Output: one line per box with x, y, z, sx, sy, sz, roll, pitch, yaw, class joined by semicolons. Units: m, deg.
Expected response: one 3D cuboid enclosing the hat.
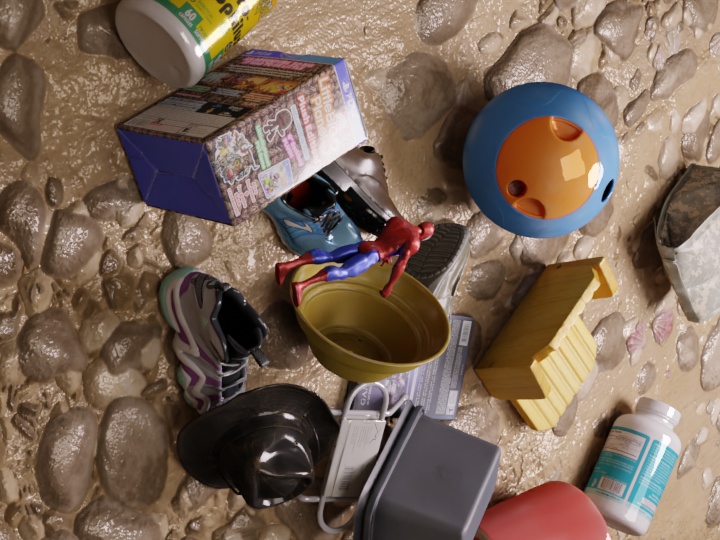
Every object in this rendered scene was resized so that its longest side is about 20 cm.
-0.107;0.217;1.517;0.200;0.081;0.201;-11;142;-9;hat

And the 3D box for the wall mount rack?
-0.003;0.219;1.675;0.174;0.075;0.200;6;104;-38;wall mount rack

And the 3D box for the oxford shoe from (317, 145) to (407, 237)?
0.011;-0.103;1.627;0.200;0.073;0.085;46;66;-40;oxford shoe

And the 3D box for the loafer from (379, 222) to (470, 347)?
0.085;0.026;1.728;0.200;0.075;0.070;-60;145;-25;loafer

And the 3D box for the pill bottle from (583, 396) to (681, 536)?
0.425;0.299;2.091;0.111;0.111;0.200;39;73;-42;pill bottle

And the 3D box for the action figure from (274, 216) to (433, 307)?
0.000;0.000;1.585;0.200;0.065;0.099;-24;141;-21;action figure

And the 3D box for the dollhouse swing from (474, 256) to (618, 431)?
0.293;0.118;1.892;0.176;0.182;0.200;46;65;-18;dollhouse swing

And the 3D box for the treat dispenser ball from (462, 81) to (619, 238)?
0.231;-0.141;1.739;0.201;0.201;0.201;-12;107;-42;treat dispenser ball

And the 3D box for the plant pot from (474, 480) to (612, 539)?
0.225;0.405;1.878;0.177;0.200;0.201;-5;103;-33;plant pot

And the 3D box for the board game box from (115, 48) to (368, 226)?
-0.123;-0.145;1.426;0.200;0.159;0.097;-36;123;-32;board game box

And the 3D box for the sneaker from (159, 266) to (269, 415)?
-0.141;0.097;1.476;0.078;0.140;0.200;-37;122;-33;sneaker

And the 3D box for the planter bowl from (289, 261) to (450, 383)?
0.000;0.074;1.608;0.200;0.200;0.084;-13;137;-42;planter bowl

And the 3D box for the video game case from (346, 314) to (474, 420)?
0.067;0.122;1.770;0.200;0.019;0.143;9;93;-44;video game case

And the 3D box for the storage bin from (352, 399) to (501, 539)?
0.087;0.285;1.691;0.200;0.134;0.146;-57;158;-46;storage bin

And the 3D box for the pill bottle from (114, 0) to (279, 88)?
-0.150;-0.292;1.399;0.200;0.113;0.113;-49;129;-25;pill bottle

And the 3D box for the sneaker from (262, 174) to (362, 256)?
-0.058;-0.066;1.555;0.200;0.090;0.079;38;73;-44;sneaker

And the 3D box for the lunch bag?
0.531;-0.040;2.112;0.200;0.117;0.164;-51;131;-29;lunch bag
